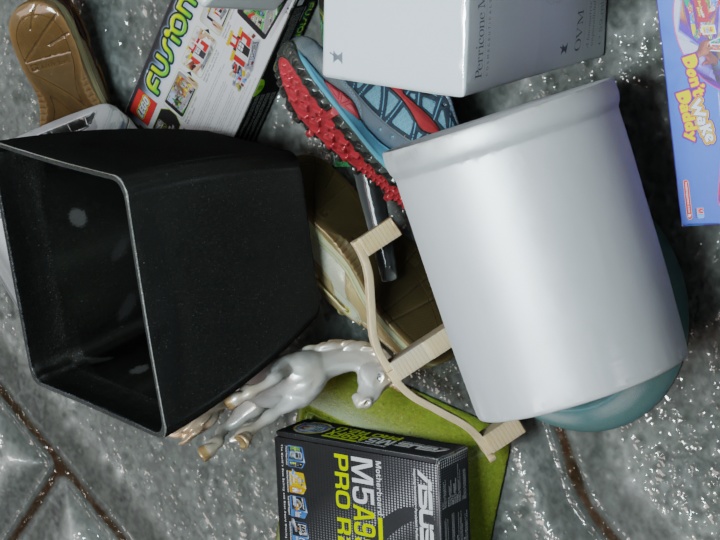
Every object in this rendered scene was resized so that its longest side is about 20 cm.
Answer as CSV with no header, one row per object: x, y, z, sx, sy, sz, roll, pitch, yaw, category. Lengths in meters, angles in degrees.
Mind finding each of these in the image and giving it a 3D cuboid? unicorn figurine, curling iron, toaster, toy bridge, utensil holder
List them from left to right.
-0.228,-0.050,1.842,0.199,0.114,0.129,-18,123,25,toaster
-0.061,0.094,1.734,0.199,0.137,0.074,8,122,44,unicorn figurine
0.010,-0.091,1.702,0.049,0.026,0.201,-3,93,34,curling iron
0.048,0.061,1.692,0.067,0.027,0.200,-32,96,-4,toy bridge
0.125,-0.014,1.559,0.169,0.170,0.201,-14,96,38,utensil holder

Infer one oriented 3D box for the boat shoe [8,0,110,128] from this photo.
-0.241,-0.147,1.892,0.072,0.072,0.201,-10,118,14,boat shoe

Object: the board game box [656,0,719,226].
0.276,-0.133,1.522,0.134,0.045,0.201,0,102,37,board game box

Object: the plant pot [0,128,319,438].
-0.144,-0.011,1.709,0.199,0.177,0.201,16,119,51,plant pot

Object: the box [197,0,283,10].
-0.072,-0.316,1.669,0.200,0.106,0.152,-44,73,24,box

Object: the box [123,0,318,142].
-0.111,-0.179,1.803,0.110,0.035,0.200,40,122,22,box

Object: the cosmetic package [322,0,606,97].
0.077,-0.238,1.544,0.123,0.200,0.200,12,110,34,cosmetic package

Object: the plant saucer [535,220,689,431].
0.150,0.026,1.670,0.199,0.027,0.201,10,107,35,plant saucer

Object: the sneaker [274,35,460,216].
0.024,-0.114,1.660,0.200,0.096,0.079,42,163,-17,sneaker

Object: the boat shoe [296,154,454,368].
0.000,0.000,1.753,0.200,0.074,0.066,52,144,10,boat shoe

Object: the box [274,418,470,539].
0.011,0.226,1.754,0.160,0.044,0.201,8,106,36,box

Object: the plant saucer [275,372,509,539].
0.010,0.189,1.804,0.199,0.048,0.201,23,115,30,plant saucer

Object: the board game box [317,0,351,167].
0.016,-0.179,1.718,0.104,0.023,0.201,2,103,34,board game box
